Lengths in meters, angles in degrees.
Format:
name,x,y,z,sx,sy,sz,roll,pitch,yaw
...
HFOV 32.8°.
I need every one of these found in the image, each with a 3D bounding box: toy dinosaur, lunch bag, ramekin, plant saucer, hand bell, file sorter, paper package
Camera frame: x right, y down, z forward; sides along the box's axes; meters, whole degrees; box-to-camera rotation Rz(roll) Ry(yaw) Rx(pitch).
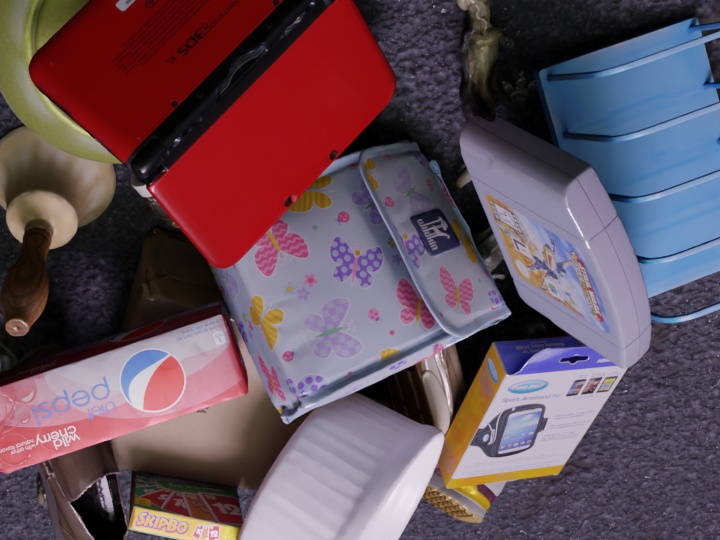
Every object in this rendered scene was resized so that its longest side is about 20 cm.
name,x,y,z,sx,sy,sz,roll,pitch,yaw
toy dinosaur,0.096,-0.132,0.941,0.047,0.088,0.200,-10,126,-11
lunch bag,0.000,0.000,0.958,0.200,0.170,0.127,-22,172,-20
ramekin,-0.019,0.200,1.044,0.098,0.200,0.201,30,125,14
plant saucer,-0.167,-0.169,0.886,0.199,0.031,0.201,-10,116,-21
toy dinosaur,0.132,-0.035,1.034,0.088,0.048,0.200,-11,151,-35
hand bell,-0.246,-0.017,0.931,0.104,0.200,0.104,-3,127,-4
file sorter,0.239,-0.076,0.917,0.138,0.123,0.201,-20,102,-9
paper package,-0.120,0.085,1.079,0.190,0.104,0.200,13,124,-14
toy dinosaur,-0.293,0.109,1.073,0.047,0.088,0.200,-19,120,-8

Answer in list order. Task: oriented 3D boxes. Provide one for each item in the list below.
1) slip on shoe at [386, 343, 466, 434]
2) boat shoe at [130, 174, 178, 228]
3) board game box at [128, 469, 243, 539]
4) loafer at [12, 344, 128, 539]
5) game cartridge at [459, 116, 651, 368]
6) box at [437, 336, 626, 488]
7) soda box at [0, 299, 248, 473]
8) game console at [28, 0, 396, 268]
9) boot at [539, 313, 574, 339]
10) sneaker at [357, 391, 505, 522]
name,x,y,z,sx,sy,sz,roll,pitch,yaw
slip on shoe,0.053,0.056,1.095,0.061,0.076,0.201,-30,113,-35
boat shoe,-0.084,-0.090,0.973,0.200,0.072,0.060,-21,126,16
board game box,-0.160,0.197,1.112,0.095,0.200,0.030,14,95,-12
loafer,-0.231,0.153,1.019,0.071,0.073,0.201,13,125,43
game cartridge,0.148,-0.015,0.895,0.041,0.133,0.200,-37,132,-10
box,0.150,0.118,1.071,0.119,0.042,0.200,-3,138,-21
soda box,-0.190,0.088,0.943,0.199,0.063,0.070,-19,101,-3
game console,-0.099,-0.137,0.867,0.200,0.172,0.119,-47,167,-12
boot,0.234,0.003,1.067,0.154,0.072,0.200,-22,146,-7
sneaker,0.053,0.154,1.174,0.200,0.090,0.075,37,159,-6
